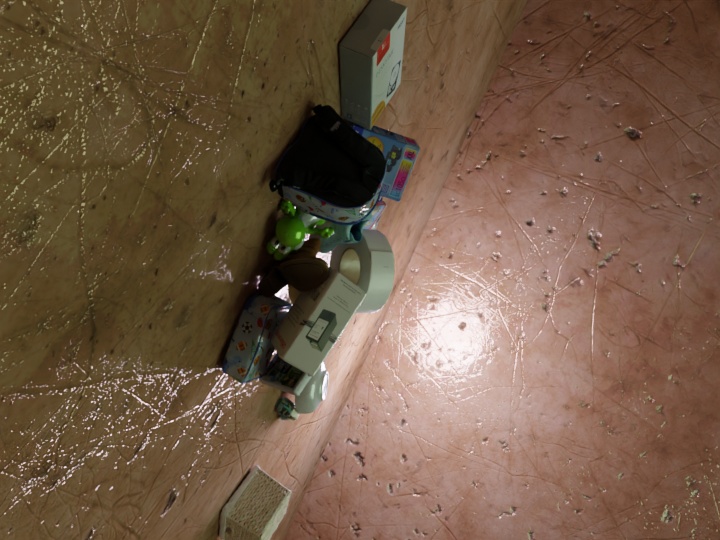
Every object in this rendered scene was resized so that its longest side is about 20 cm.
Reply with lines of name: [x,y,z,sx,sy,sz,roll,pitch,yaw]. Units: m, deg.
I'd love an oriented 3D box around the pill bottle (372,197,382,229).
pill bottle: [0.002,-0.179,1.426,0.117,0.114,0.201,-59,167,-20]

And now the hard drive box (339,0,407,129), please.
hard drive box: [0.025,-0.426,1.119,0.158,0.076,0.201,-60,167,-22]

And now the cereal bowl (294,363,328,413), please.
cereal bowl: [-0.157,0.384,1.821,0.200,0.081,0.205,6,90,-81]

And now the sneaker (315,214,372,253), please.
sneaker: [-0.040,-0.085,1.228,0.073,0.083,0.200,-13,154,-38]

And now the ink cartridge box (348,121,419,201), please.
ink cartridge box: [0.020,-0.259,1.242,0.077,0.196,0.139,-102,-150,-62]

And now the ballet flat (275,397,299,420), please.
ballet flat: [-0.241,0.483,1.833,0.075,0.073,0.200,-60,168,-15]

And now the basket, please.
basket: [-0.353,0.810,1.797,0.200,0.159,0.201,-49,162,-46]

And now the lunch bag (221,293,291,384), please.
lunch bag: [-0.230,0.151,1.201,0.203,0.074,0.160,-66,170,4]

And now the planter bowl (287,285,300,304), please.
planter bowl: [-0.124,0.055,1.331,0.082,0.203,0.200,-28,173,10]

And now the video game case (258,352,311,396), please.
video game case: [-0.136,0.190,1.222,0.183,0.022,0.199,-54,-156,-22]

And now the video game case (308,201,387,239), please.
video game case: [-0.037,-0.109,1.328,0.198,0.018,0.144,-14,149,-44]

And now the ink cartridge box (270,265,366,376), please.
ink cartridge box: [-0.091,0.097,1.118,0.202,0.083,0.145,-57,-161,-3]

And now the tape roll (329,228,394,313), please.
tape roll: [0.000,0.000,1.292,0.070,0.203,0.206,3,120,-31]

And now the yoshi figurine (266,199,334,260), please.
yoshi figurine: [-0.116,-0.108,1.115,0.201,0.111,0.113,-55,149,-29]

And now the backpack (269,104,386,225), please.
backpack: [-0.048,-0.179,1.031,0.202,0.188,0.154,-61,168,-16]

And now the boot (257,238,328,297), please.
boot: [-0.116,-0.016,1.152,0.198,0.077,0.156,-25,-163,41]
